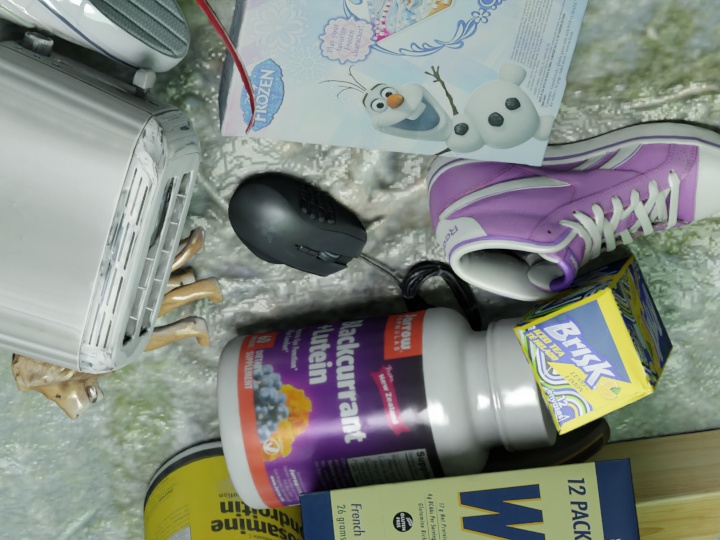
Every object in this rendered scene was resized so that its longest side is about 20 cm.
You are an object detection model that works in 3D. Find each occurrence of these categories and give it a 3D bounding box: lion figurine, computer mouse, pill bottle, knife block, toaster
[{"bbox_3d":[-0.152,0.023,1.625,0.122,0.073,0.200,-11,158,-10],"label":"lion figurine"},{"bbox_3d":[0.000,0.000,1.684,0.200,0.034,0.059,29,119,-27],"label":"computer mouse"},{"bbox_3d":[0.018,0.083,1.685,0.199,0.112,0.112,-9,130,11],"label":"pill bottle"},{"bbox_3d":[0.135,0.158,1.808,0.175,0.064,0.200,30,119,-28],"label":"knife block"},{"bbox_3d":[-0.082,0.214,1.736,0.112,0.200,0.112,-4,129,-5],"label":"pill bottle"},{"bbox_3d":[-0.173,-0.026,1.501,0.129,0.114,0.201,18,98,9],"label":"toaster"}]

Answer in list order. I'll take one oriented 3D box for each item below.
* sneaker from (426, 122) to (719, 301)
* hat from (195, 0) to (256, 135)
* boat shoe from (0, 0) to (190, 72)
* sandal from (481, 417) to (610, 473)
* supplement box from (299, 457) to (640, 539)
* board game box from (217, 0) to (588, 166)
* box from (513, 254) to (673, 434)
[{"bbox_3d":[0.145,-0.026,1.632,0.200,0.114,0.073,-8,128,-3],"label":"sneaker"},{"bbox_3d":[-0.110,-0.218,1.399,0.200,0.176,0.166,23,120,-25],"label":"hat"},{"bbox_3d":[-0.187,-0.173,1.508,0.200,0.074,0.067,39,130,-21],"label":"boat shoe"},{"bbox_3d":[0.065,0.105,1.763,0.199,0.082,0.055,-1,107,2],"label":"sandal"},{"bbox_3d":[0.073,0.201,1.667,0.199,0.135,0.200,-6,171,2],"label":"supplement box"},{"bbox_3d":[0.030,-0.160,1.553,0.198,0.043,0.200,5,127,-12],"label":"board game box"},{"bbox_3d":[0.144,0.041,1.631,0.064,0.200,0.070,-23,92,11],"label":"box"}]
